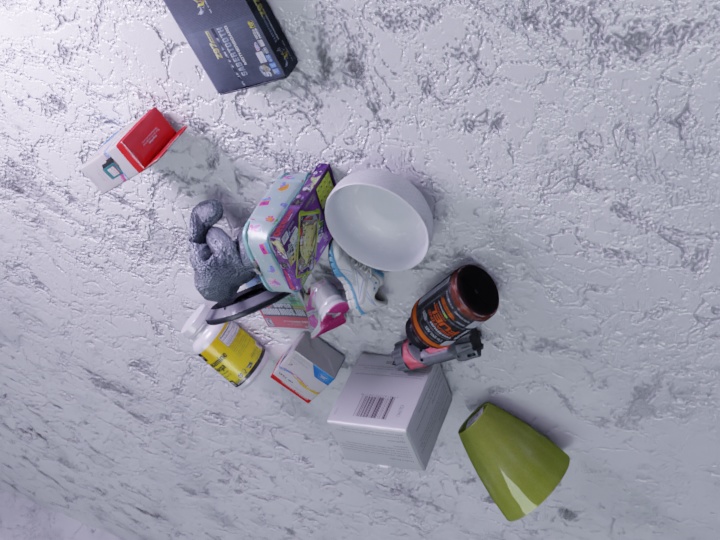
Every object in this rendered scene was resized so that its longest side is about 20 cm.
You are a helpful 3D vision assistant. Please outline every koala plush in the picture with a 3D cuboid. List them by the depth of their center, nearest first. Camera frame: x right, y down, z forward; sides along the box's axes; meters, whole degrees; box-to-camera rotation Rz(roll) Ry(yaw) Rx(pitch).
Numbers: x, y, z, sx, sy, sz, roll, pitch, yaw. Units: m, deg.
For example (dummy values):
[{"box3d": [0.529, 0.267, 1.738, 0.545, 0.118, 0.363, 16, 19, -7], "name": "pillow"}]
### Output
[{"box3d": [-0.223, -0.037, 1.605, 0.195, 0.187, 0.179, -12, 138, 16], "name": "koala plush"}]

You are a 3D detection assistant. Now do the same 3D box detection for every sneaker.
[{"box3d": [0.000, 0.000, 1.582, 0.085, 0.076, 0.202, -10, 131, 21], "name": "sneaker"}, {"box3d": [-0.076, 0.073, 1.694, 0.090, 0.080, 0.201, 61, 158, 15], "name": "sneaker"}]

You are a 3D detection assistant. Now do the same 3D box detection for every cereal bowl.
[{"box3d": [0.041, -0.098, 1.429, 0.196, 0.084, 0.203, 18, 139, 16], "name": "cereal bowl"}]

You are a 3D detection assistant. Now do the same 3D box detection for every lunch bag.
[{"box3d": [-0.129, -0.064, 1.478, 0.075, 0.202, 0.162, 6, 138, 28], "name": "lunch bag"}]

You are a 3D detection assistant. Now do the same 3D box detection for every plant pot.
[{"box3d": [0.306, 0.383, 1.721, 0.200, 0.187, 0.187, 46, 140, 3], "name": "plant pot"}]

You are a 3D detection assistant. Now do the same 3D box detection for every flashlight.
[{"box3d": [0.154, 0.155, 1.647, 0.197, 0.069, 0.068, -23, 116, 39], "name": "flashlight"}]

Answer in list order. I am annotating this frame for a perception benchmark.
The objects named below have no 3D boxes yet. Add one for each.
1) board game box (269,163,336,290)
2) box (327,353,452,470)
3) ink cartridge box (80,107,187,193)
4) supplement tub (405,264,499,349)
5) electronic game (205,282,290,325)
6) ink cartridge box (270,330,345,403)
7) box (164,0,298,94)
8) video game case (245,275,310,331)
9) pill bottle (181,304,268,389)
[{"box3d": [-0.089, -0.079, 1.437, 0.032, 0.202, 0.122, 3, 134, 29], "name": "board game box"}, {"box3d": [0.066, 0.296, 1.737, 0.195, 0.202, 0.133, 0, 132, 30], "name": "box"}, {"box3d": [-0.427, -0.231, 1.540, 0.197, 0.117, 0.068, -18, 122, 42], "name": "ink cartridge box"}, {"box3d": [0.163, 0.078, 1.521, 0.106, 0.108, 0.200, 36, 140, -9], "name": "supplement tub"}, {"box3d": [-0.221, 0.064, 1.651, 0.197, 0.199, 0.043, -14, 102, 40], "name": "electronic game"}, {"box3d": [-0.131, 0.233, 1.896, 0.115, 0.068, 0.200, 35, 141, -6], "name": "ink cartridge box"}, {"box3d": [-0.211, -0.390, 1.304, 0.155, 0.051, 0.202, -2, 131, 35], "name": "box"}, {"box3d": [-0.180, 0.054, 1.778, 0.140, 0.018, 0.203, 2, 132, 31], "name": "video game case"}, {"box3d": [-0.320, 0.177, 1.918, 0.199, 0.114, 0.112, 42, 139, -15], "name": "pill bottle"}]
